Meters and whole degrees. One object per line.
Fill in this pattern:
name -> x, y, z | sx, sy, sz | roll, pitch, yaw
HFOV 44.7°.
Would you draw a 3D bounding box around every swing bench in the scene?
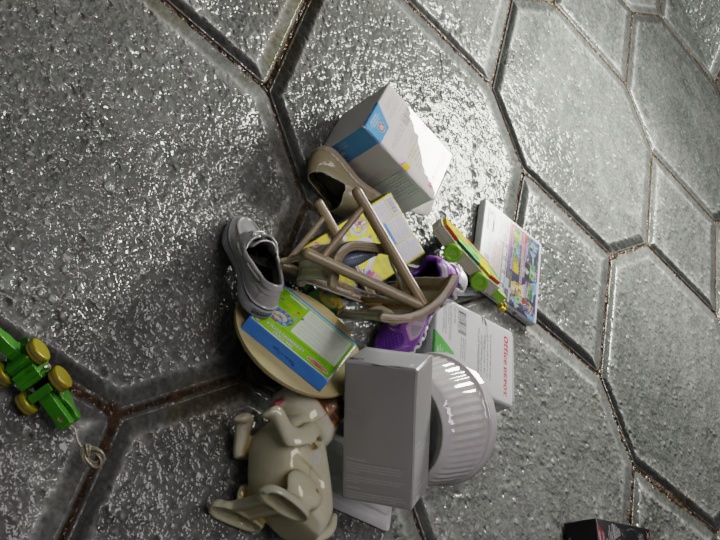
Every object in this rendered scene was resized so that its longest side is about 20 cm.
swing bench -> 0.000, 0.000, 1.252 | 0.200, 0.199, 0.130 | 42, 76, -13

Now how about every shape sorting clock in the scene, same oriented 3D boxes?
shape sorting clock -> -0.087, 0.098, 1.221 | 0.200, 0.039, 0.200 | 29, 28, -17

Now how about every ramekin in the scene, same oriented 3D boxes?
ramekin -> 0.092, 0.225, 1.299 | 0.105, 0.200, 0.201 | -2, 73, -47

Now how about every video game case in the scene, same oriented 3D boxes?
video game case -> 0.290, -0.015, 1.737 | 0.182, 0.023, 0.201 | 34, 50, -29

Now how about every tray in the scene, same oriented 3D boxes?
tray -> -0.016, 0.301, 1.291 | 0.200, 0.022, 0.108 | 33, 53, -30

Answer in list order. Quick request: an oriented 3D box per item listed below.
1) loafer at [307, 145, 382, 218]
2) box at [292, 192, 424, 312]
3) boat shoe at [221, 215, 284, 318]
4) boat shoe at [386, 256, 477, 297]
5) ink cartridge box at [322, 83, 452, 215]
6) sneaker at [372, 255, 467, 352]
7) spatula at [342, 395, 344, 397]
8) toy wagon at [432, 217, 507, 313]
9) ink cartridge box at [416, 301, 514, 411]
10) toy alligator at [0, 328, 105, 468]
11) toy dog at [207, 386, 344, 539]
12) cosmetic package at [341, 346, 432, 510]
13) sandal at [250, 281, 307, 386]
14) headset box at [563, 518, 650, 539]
loafer -> -0.019, -0.114, 1.443 | 0.200, 0.076, 0.068 | 44, 47, -9
box -> -0.010, -0.022, 1.379 | 0.200, 0.048, 0.118 | -33, 98, -20
boat shoe -> -0.142, -0.021, 1.228 | 0.073, 0.065, 0.200 | 13, 35, -34
boat shoe -> 0.126, 0.012, 1.524 | 0.199, 0.073, 0.068 | 4, 83, -34
ink cartridge box -> 0.052, -0.187, 1.502 | 0.200, 0.125, 0.129 | 45, 47, -20
sneaker -> 0.083, 0.053, 1.402 | 0.200, 0.080, 0.088 | -50, 141, -8
spatula -> -0.010, 0.173, 1.331 | 0.200, 0.020, 0.057 | -9, 78, -66
toy wagon -> 0.202, -0.009, 1.567 | 0.200, 0.040, 0.155 | 46, 13, -9
ink cartridge box -> 0.167, 0.148, 1.494 | 0.200, 0.084, 0.146 | 28, 54, -34
toy alligator -> -0.357, 0.140, 1.008 | 0.200, 0.059, 0.054 | 55, 3, -11
toy dog -> -0.082, 0.244, 1.166 | 0.194, 0.139, 0.201 | 32, 48, -24
cosmetic package -> 0.037, 0.212, 1.193 | 0.090, 0.106, 0.201 | -18, 114, -69
sandal -> -0.118, 0.099, 1.269 | 0.075, 0.048, 0.201 | 40, 35, -18
headset box -> 0.455, 0.542, 1.606 | 0.200, 0.077, 0.149 | 20, 58, -37
